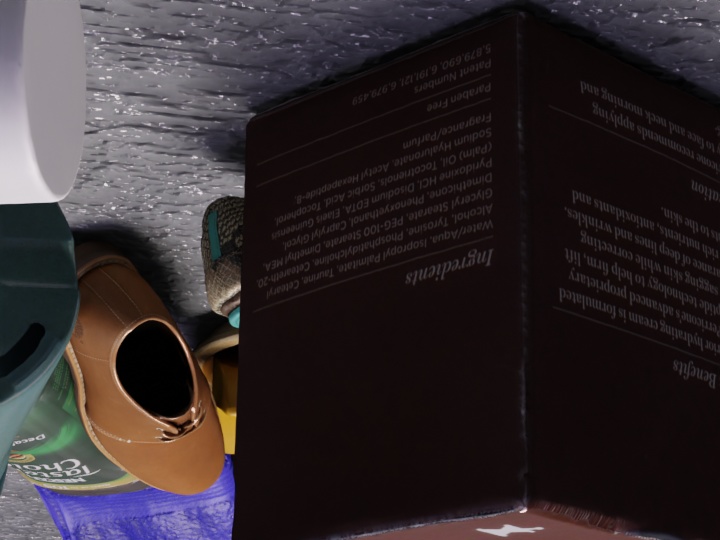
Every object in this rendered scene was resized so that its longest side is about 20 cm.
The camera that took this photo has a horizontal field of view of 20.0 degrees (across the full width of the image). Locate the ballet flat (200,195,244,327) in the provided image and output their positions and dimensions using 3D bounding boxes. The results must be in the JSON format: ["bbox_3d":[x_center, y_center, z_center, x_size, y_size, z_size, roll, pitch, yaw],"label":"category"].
[{"bbox_3d":[0.000,0.000,0.976,0.068,0.075,0.200,-31,151,32],"label":"ballet flat"}]

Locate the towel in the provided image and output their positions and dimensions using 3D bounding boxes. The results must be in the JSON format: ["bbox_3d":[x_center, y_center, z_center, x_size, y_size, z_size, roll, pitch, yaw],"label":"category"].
[{"bbox_3d":[-0.146,0.153,1.348,0.148,0.050,0.200,-5,135,17],"label":"towel"}]

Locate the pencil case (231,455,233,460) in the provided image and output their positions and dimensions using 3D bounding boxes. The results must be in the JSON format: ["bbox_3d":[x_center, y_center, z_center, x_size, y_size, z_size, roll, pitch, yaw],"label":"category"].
[{"bbox_3d":[-0.028,0.179,1.488,0.200,0.091,0.094,15,170,-31],"label":"pencil case"}]

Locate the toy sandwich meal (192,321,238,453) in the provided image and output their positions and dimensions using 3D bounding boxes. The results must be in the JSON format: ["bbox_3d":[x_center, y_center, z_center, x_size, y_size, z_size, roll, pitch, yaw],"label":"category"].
[{"bbox_3d":[-0.012,0.079,1.209,0.205,0.070,0.205,1,161,0],"label":"toy sandwich meal"}]

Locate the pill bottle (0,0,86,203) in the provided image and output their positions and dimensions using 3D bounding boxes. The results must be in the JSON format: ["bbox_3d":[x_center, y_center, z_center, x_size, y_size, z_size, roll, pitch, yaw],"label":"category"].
[{"bbox_3d":[-0.204,-0.068,0.717,0.200,0.116,0.116,-1,161,5],"label":"pill bottle"}]

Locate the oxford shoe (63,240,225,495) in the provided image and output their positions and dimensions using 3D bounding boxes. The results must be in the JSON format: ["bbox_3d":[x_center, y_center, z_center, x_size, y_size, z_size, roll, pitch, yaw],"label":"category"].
[{"bbox_3d":[-0.110,0.072,1.089,0.071,0.071,0.200,-40,144,-13],"label":"oxford shoe"}]

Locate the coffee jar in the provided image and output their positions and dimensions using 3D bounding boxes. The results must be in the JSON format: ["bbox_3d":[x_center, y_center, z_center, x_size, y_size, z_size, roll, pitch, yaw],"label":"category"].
[{"bbox_3d":[-0.182,0.072,1.174,0.104,0.085,0.200,-5,161,18],"label":"coffee jar"}]

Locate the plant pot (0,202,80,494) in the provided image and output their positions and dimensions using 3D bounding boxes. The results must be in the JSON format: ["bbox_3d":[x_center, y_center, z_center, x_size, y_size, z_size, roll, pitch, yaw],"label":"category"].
[{"bbox_3d":[-0.228,0.035,0.930,0.200,0.200,0.196,10,152,-24],"label":"plant pot"}]

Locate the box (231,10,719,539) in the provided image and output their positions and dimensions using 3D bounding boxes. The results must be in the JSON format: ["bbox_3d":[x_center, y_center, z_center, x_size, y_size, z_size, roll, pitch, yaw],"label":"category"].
[{"bbox_3d":[0.060,0.026,0.855,0.164,0.200,0.166,-16,154,42],"label":"box"}]
